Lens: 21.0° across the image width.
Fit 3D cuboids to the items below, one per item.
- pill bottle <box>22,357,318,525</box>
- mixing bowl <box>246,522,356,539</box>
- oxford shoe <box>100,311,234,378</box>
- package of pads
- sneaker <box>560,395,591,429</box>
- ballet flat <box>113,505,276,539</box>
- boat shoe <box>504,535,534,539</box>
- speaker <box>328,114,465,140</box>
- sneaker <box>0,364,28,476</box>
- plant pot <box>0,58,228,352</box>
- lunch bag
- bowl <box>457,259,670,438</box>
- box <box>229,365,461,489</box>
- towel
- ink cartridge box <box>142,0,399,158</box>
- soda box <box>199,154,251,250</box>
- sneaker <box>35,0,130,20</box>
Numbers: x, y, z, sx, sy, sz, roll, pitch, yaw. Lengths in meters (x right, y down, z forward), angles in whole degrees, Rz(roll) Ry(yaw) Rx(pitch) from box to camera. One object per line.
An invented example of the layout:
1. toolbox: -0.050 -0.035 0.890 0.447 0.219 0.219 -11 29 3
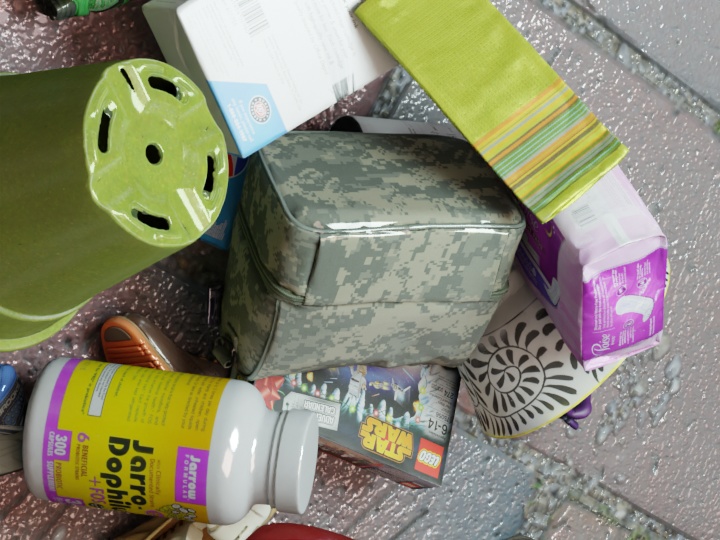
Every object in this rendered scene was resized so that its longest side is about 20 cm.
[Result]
1. pill bottle: -0.134 0.125 1.386 0.198 0.104 0.105 6 103 7
2. mixing bowl: -0.066 0.273 1.518 0.199 0.108 0.202 -24 132 -29
3. oxford shoe: -0.123 0.092 1.486 0.200 0.071 0.073 52 55 -31
4. package of pads: 0.149 -0.040 1.402 0.075 0.201 0.121 -19 138 -11
5. sneaker: 0.202 0.035 1.625 0.074 0.087 0.202 20 94 -31
6. ballet flat: -0.117 0.197 1.461 0.200 0.063 0.069 -39 118 20
7. boat shoe: 0.117 0.328 1.668 0.074 0.073 0.202 22 93 -31
8. speaker: 0.069 -0.076 1.526 0.198 0.081 0.082 3 103 -30
9. sneaker: -0.325 0.113 1.374 0.199 0.077 0.086 -16 107 -35
10. plant pot: -0.192 -0.060 1.282 0.199 0.189 0.202 15 68 -44
11. lunch bag: 0.000 0.000 1.400 0.198 0.140 0.169 -1 124 -23
12. bowl: 0.136 0.025 1.513 0.094 0.201 0.201 44 81 -16
13. box: -0.007 0.076 1.517 0.199 0.040 0.138 25 67 -34
14. towel: 0.091 -0.130 1.336 0.086 0.018 0.200 -38 82 -21
15. ink cartridge box: -0.038 -0.180 1.365 0.199 0.068 0.117 -32 112 -20
16. soda box: -0.096 -0.123 1.429 0.064 0.068 0.201 23 92 -29
17. sneaker: -0.186 -0.278 1.343 0.085 0.078 0.202 -12 118 -32
